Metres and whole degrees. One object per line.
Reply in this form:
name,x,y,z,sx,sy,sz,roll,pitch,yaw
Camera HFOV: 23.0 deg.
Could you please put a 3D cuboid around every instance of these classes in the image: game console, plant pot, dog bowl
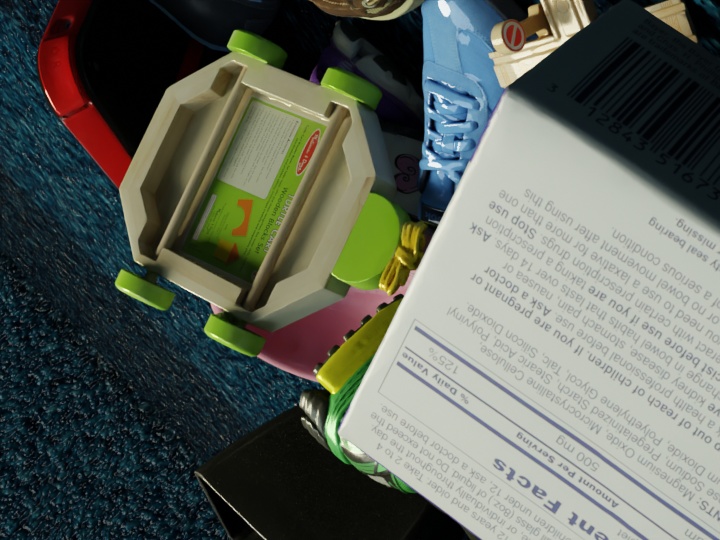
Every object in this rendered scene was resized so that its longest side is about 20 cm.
game console,-0.124,-0.116,1.095,0.031,0.200,0.177,-16,127,23
plant pot,-0.006,0.217,1.606,0.199,0.177,0.200,40,165,23
dog bowl,0.000,0.000,1.023,0.199,0.074,0.200,9,147,6

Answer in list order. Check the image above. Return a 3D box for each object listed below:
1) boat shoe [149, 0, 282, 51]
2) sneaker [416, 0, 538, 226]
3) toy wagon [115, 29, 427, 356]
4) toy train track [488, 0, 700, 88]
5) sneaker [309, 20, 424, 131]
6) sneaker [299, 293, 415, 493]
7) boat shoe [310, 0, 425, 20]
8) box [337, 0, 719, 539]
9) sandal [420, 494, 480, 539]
boat shoe,-0.126,-0.213,1.030,0.200,0.084,0.069,31,146,-19
sneaker,0.059,-0.064,0.881,0.066,0.078,0.200,37,162,37
toy wagon,-0.042,-0.033,0.926,0.200,0.156,0.040,25,180,34
toy train track,0.104,-0.050,0.756,0.115,0.032,0.201,-10,106,52
sneaker,-0.011,-0.074,1.034,0.081,0.083,0.200,44,164,9
sneaker,0.068,0.028,0.858,0.085,0.200,0.078,38,173,34
boat shoe,0.002,-0.151,0.779,0.202,0.075,0.075,-10,95,67
box,0.118,0.031,0.702,0.184,0.105,0.200,36,131,12
sandal,0.091,0.128,0.939,0.080,0.057,0.201,11,152,42
